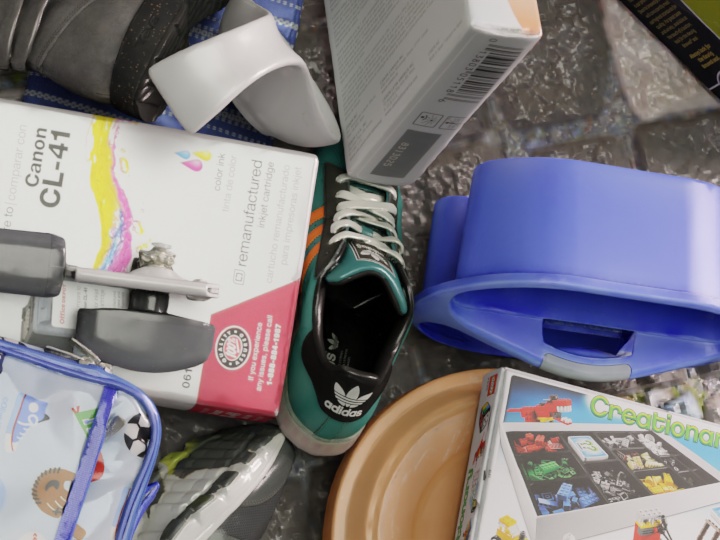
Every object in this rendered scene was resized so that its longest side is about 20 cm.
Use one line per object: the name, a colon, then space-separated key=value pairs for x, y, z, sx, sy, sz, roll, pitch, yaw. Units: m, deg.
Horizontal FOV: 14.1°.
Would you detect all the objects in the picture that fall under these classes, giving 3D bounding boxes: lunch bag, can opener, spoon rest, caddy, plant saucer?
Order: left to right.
lunch bag: x=-0.187 y=0.126 z=1.454 sx=0.160 sy=0.076 sz=0.200 roll=20 pitch=83 yaw=-13
can opener: x=-0.167 y=0.008 z=1.471 sx=0.200 sy=0.053 sz=0.067 roll=11 pitch=88 yaw=-11
spoon rest: x=-0.052 y=-0.106 z=1.547 sx=0.061 sy=0.200 sz=0.099 roll=-34 pitch=88 yaw=14
plant saucer: x=0.078 y=0.152 z=1.595 sx=0.200 sy=0.032 sz=0.201 roll=4 pitch=76 yaw=-17
caddy: x=0.125 y=0.011 z=1.621 sx=0.200 sy=0.141 sz=0.105 roll=8 pitch=71 yaw=-16

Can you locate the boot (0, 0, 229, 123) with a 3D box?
boot: x=-0.139 y=-0.173 z=1.593 sx=0.132 sy=0.070 sz=0.200 roll=18 pitch=47 yaw=12

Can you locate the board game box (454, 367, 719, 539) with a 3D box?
board game box: x=0.152 y=0.138 z=1.587 sx=0.200 sy=0.035 sz=0.126 roll=16 pitch=74 yaw=-15

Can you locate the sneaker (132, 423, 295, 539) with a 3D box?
sneaker: x=-0.094 y=0.168 z=1.559 sx=0.200 sy=0.074 sz=0.085 roll=-52 pitch=122 yaw=-26

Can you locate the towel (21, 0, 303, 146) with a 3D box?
towel: x=-0.114 y=-0.102 z=1.632 sx=0.145 sy=0.024 sz=0.200 roll=16 pitch=72 yaw=-12

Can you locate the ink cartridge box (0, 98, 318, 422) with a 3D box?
ink cartridge box: x=-0.134 y=-0.006 z=1.549 sx=0.200 sy=0.086 sz=0.148 roll=10 pitch=86 yaw=-13

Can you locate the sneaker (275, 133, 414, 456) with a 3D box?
sneaker: x=0.000 y=0.000 z=1.595 sx=0.071 sy=0.080 sz=0.200 roll=16 pitch=56 yaw=-18

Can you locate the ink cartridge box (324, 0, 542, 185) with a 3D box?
ink cartridge box: x=0.032 y=-0.171 z=1.598 sx=0.050 sy=0.162 sz=0.200 roll=9 pitch=58 yaw=-23

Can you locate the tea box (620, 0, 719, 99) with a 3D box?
tea box: x=0.257 y=-0.192 z=1.677 sx=0.197 sy=0.200 sz=0.134 roll=43 pitch=69 yaw=-6
